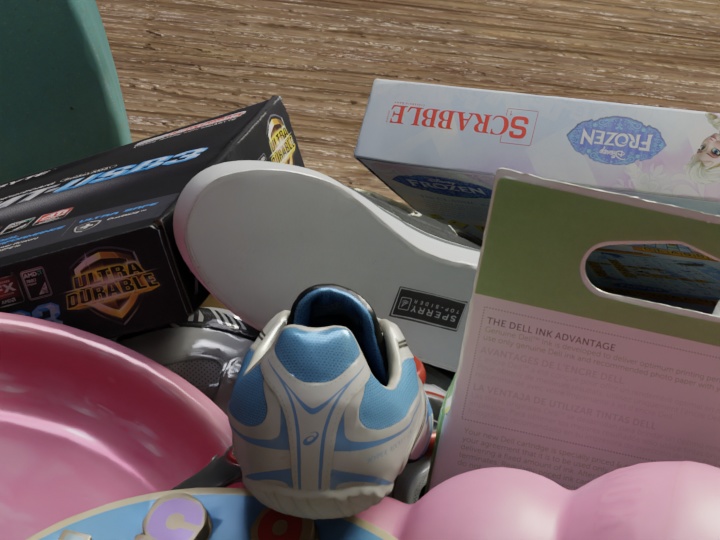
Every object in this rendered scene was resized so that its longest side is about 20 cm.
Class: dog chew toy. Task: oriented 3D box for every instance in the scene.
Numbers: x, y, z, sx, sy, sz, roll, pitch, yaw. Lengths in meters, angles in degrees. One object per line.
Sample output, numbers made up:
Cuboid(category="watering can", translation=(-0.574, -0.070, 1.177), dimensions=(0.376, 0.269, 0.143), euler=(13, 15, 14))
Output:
Cuboid(category="dog chew toy", translation=(0.060, 0.124, 0.948), dimensions=(0.199, 0.125, 0.125), euler=(6, 19, 11))

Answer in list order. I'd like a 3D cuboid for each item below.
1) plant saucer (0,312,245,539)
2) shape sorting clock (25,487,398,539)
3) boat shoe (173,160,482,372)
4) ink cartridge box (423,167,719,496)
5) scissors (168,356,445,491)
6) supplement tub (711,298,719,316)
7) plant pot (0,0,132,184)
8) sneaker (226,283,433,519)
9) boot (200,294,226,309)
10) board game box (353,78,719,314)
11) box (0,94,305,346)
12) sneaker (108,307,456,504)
Cuboid(category="plant saucer", translation=(-0.134, 0.089, 1.005), dimensions=(0.200, 0.051, 0.201), euler=(13, 29, -8))
Cuboid(category="shape sorting clock", translation=(-0.055, 0.144, 0.860), dimensions=(0.199, 0.039, 0.201), euler=(-3, 47, 3))
Cuboid(category="boat shoe", translation=(0.000, 0.000, 1.120), dimensions=(0.199, 0.069, 0.057), euler=(21, 10, -34))
Cuboid(category="ink cartridge box", translation=(0.102, 0.062, 1.005), dimensions=(0.145, 0.201, 0.048), euler=(12, 21, 4))
Cuboid(category="scissors", translation=(-0.043, 0.068, 1.027), dimensions=(0.199, 0.014, 0.073), euler=(-16, 40, -37))
Cuboid(category="supplement tub", translation=(0.242, 0.068, 1.082), dimensions=(0.200, 0.123, 0.123), euler=(38, 14, -16))
Cuboid(category="plant pot", translation=(-0.195, -0.115, 1.334), dimensions=(0.141, 0.201, 0.141), euler=(-27, 22, 2))
Cuboid(category="sneaker", translation=(-0.006, 0.038, 0.970), dimensions=(0.072, 0.073, 0.200), euler=(9, 7, 1))
Cuboid(category="boot", translation=(0.008, 0.030, 1.236), dimensions=(0.155, 0.073, 0.200), euler=(20, 16, 38))
Cuboid(category="board game box", translation=(0.126, -0.025, 1.219), dimensions=(0.199, 0.041, 0.199), euler=(8, -14, 26))
Cuboid(category="box", translation=(-0.141, -0.007, 1.187), dimensions=(0.199, 0.050, 0.199), euler=(-15, 15, 19))
Cuboid(category="sneaker", translation=(-0.027, 0.070, 1.109), dimensions=(0.199, 0.075, 0.115), euler=(4, 18, -24))
